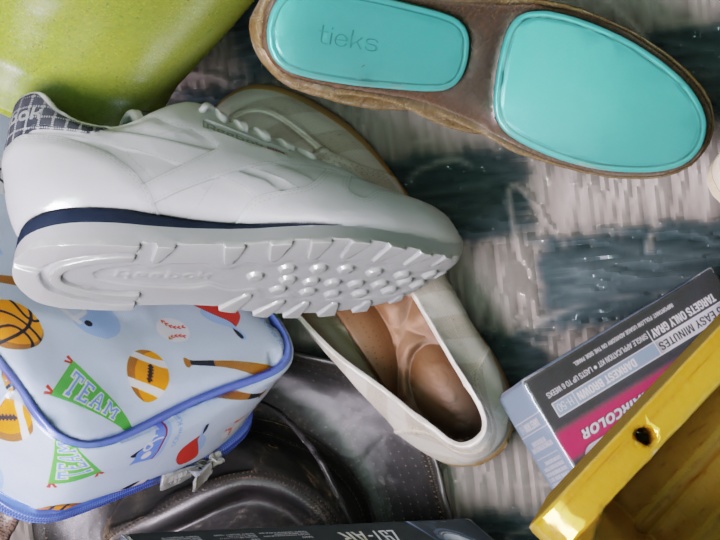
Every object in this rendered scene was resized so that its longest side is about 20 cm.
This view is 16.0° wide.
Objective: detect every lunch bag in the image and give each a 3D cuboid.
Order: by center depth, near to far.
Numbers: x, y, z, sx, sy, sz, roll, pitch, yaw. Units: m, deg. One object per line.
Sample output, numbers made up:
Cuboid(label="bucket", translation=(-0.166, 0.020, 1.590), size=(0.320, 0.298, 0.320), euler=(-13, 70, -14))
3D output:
Cuboid(label="lunch bag", translation=(-0.129, 0.011, 1.091), size=(0.200, 0.160, 0.076), euler=(50, 133, 18))

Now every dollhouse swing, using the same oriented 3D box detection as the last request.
Cuboid(label="dollhouse swing", translation=(0.185, 0.114, 0.962), size=(0.200, 0.176, 0.182), euler=(44, 82, 4))

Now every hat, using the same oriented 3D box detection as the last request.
Cuboid(label="hat", translation=(-0.060, 0.125, 1.142), size=(0.200, 0.081, 0.202), euler=(2, 99, 12))

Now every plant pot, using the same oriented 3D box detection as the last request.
Cuboid(label="plant pot", translation=(-0.104, -0.166, 1.068), size=(0.200, 0.200, 0.193), euler=(31, 114, 6))

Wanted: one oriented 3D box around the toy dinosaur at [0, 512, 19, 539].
Cuboid(label="toy dinosaur", translation=(-0.182, 0.194, 1.134), size=(0.086, 0.136, 0.200), euler=(37, 132, -1))

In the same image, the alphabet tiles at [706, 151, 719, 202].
Cuboid(label="alphabet tiles", translation=(0.234, 0.002, 1.034), size=(0.200, 0.196, 0.015), euler=(43, 146, 3))

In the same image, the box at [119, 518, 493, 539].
Cuboid(label="box", translation=(-0.038, 0.185, 1.078), size=(0.044, 0.199, 0.161), euler=(39, 114, 41))

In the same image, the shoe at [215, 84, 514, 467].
Cuboid(label="shoe", translation=(0.000, 0.000, 1.123), size=(0.070, 0.053, 0.200), euler=(-39, 84, 12))

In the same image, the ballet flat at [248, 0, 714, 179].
Cuboid(label="ballet flat", translation=(0.050, -0.086, 1.090), size=(0.199, 0.072, 0.068), euler=(10, 98, -5))

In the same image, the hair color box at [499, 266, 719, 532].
Cuboid(label="hair color box", translation=(0.154, 0.112, 1.081), size=(0.099, 0.061, 0.200), euler=(-30, 85, -11))

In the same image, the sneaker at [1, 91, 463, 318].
Cuboid(label="sneaker", translation=(-0.049, -0.030, 1.051), size=(0.076, 0.199, 0.081), euler=(-47, 45, 50))
